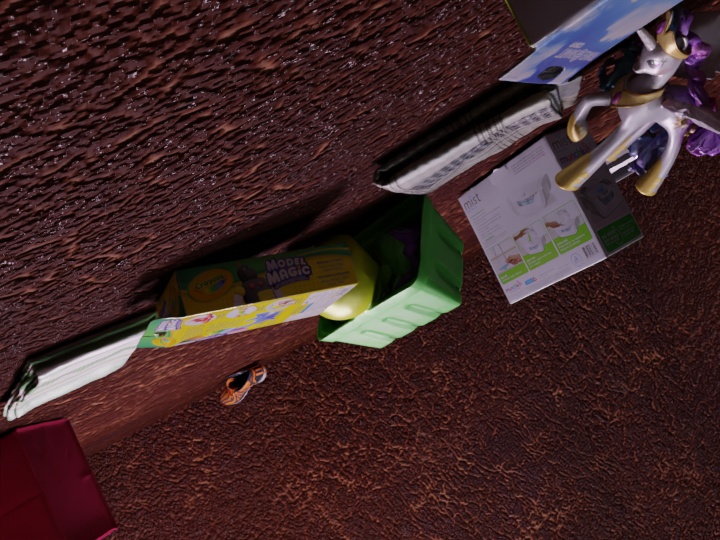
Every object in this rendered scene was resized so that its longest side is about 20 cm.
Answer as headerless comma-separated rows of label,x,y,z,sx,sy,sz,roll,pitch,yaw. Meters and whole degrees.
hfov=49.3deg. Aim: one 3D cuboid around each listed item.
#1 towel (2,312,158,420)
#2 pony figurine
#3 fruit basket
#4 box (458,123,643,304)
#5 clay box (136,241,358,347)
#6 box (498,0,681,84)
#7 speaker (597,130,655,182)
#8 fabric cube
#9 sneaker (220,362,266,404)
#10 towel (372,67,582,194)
towel,-0.291,0.101,0.825,0.151,0.024,0.199,-25,173,-37
pony figurine,0.300,-0.158,0.751,0.188,0.170,0.201,2,146,-18
fruit basket,0.000,0.000,0.936,0.210,0.158,0.218,5,146,4
box,0.255,-0.076,1.092,0.095,0.179,0.199,-22,172,-35
clay box,-0.113,0.025,0.750,0.196,0.049,0.115,-9,166,-27
box,0.166,-0.177,0.425,0.198,0.048,0.121,-32,173,33
speaker,0.463,-0.200,1.488,0.080,0.083,0.199,-22,172,-41
fabric cube,-0.512,0.361,1.157,0.196,0.203,0.196,-28,173,-3
sneaker,-0.380,0.345,2.364,0.200,0.078,0.111,-43,164,26
towel,0.121,-0.125,0.743,0.197,0.035,0.192,-31,174,16
